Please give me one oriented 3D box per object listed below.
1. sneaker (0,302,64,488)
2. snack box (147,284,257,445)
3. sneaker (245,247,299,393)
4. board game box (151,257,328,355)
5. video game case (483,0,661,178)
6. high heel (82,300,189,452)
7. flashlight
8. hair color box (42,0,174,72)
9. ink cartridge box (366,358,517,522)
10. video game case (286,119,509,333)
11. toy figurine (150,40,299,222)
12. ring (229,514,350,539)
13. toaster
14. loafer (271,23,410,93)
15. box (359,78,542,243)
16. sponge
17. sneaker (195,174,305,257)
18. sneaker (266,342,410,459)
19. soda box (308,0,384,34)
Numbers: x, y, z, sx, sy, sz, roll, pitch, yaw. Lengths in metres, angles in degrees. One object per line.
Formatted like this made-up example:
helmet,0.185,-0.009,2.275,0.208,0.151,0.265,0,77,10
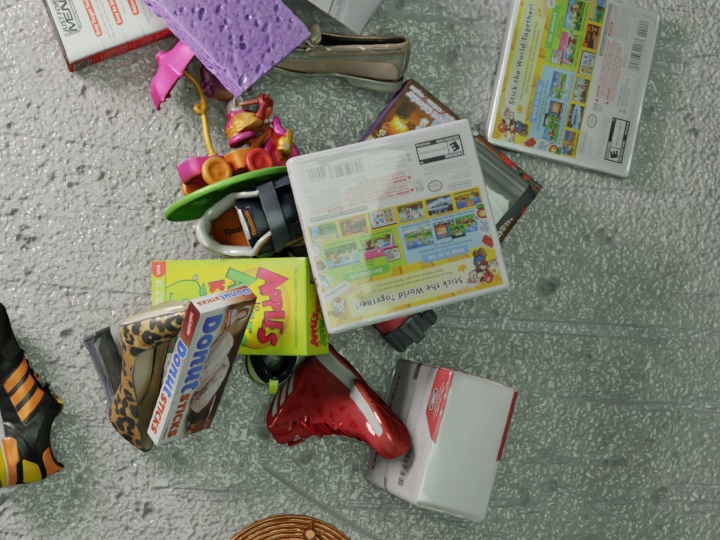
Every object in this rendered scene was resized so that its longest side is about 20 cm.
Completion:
sneaker,-0.366,0.130,1.640,0.089,0.070,0.202,-6,91,-26
snack box,-0.166,0.100,1.585,0.072,0.201,0.024,-15,52,-38
sneaker,-0.085,0.035,1.684,0.071,0.083,0.202,3,89,-12
board game box,-0.131,0.038,1.633,0.199,0.048,0.102,-1,89,30
video game case,0.249,-0.225,1.787,0.181,0.023,0.201,12,88,-11
high heel,-0.211,0.112,1.612,0.071,0.199,0.143,-24,91,-42
flashlight,0.000,0.000,1.695,0.200,0.068,0.068,49,36,-17
hair color box,-0.242,-0.300,1.667,0.199,0.061,0.102,-21,92,-12
ink cartridge box,0.085,0.181,1.659,0.082,0.200,0.148,16,87,-14
video game case,0.040,-0.047,1.575,0.199,0.023,0.183,-14,88,-15
toy figurine,-0.147,-0.170,1.664,0.199,0.150,0.185,-15,83,-33
ring,-0.080,0.376,1.714,0.199,0.019,0.202,0,90,-12
toaster,0.083,-0.062,1.667,0.129,0.114,0.200,43,86,-5
loafer,-0.040,-0.250,1.696,0.199,0.072,0.063,9,123,-18
box,0.091,-0.103,1.744,0.200,0.039,0.137,38,83,-9
sponge,-0.159,-0.287,1.618,0.200,0.030,0.112,46,64,-2
sneaker,-0.080,-0.060,1.606,0.199,0.079,0.079,-22,86,15
sneaker,-0.029,0.170,1.654,0.116,0.200,0.078,-45,124,2
soda box,-0.063,-0.343,1.652,0.199,0.064,0.068,31,113,-22
